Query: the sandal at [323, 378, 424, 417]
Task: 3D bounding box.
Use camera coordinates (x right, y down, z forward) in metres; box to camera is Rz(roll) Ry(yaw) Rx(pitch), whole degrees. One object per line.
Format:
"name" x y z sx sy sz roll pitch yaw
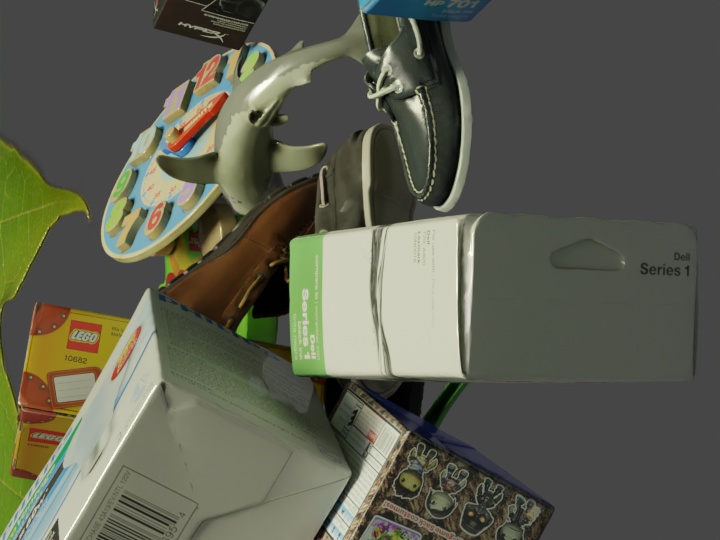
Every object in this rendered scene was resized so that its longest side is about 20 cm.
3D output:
"sandal" 0.002 0.104 1.286 0.075 0.048 0.201 27 110 60

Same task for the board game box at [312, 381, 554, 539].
"board game box" 0.001 0.183 1.112 0.201 0.097 0.159 -61 14 0

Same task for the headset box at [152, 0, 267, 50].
"headset box" -0.088 -0.287 1.454 0.200 0.077 0.149 128 148 -47

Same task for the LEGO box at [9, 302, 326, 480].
"LEGO box" -0.136 0.100 1.353 0.149 0.199 0.078 118 160 -63

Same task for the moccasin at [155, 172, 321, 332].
"moccasin" -0.062 0.004 1.305 0.078 0.201 0.074 42 136 6

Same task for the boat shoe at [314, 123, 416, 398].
"boat shoe" 0.000 0.000 1.253 0.057 0.067 0.201 -25 48 39

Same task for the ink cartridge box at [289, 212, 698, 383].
"ink cartridge box" 0.067 0.018 1.055 0.200 0.145 0.085 -4 85 64

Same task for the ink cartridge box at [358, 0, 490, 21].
"ink cartridge box" 0.067 -0.256 1.152 0.200 0.086 0.147 -37 55 56

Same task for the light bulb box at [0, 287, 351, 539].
"light bulb box" -0.116 0.141 1.151 0.199 0.124 0.200 -59 14 7

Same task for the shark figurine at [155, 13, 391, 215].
"shark figurine" -0.060 -0.123 1.341 0.215 0.128 0.090 -51 35 40

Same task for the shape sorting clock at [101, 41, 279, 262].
"shape sorting clock" -0.132 -0.092 1.489 0.200 0.039 0.200 -40 25 22

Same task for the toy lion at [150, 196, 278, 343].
"toy lion" -0.115 0.040 1.527 0.200 0.068 0.193 6 99 63

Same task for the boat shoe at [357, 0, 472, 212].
"boat shoe" 0.028 -0.134 1.245 0.076 0.060 0.201 136 131 -58

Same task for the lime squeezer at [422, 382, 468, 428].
"lime squeezer" 0.008 0.131 1.228 0.200 0.071 0.038 -40 82 7
